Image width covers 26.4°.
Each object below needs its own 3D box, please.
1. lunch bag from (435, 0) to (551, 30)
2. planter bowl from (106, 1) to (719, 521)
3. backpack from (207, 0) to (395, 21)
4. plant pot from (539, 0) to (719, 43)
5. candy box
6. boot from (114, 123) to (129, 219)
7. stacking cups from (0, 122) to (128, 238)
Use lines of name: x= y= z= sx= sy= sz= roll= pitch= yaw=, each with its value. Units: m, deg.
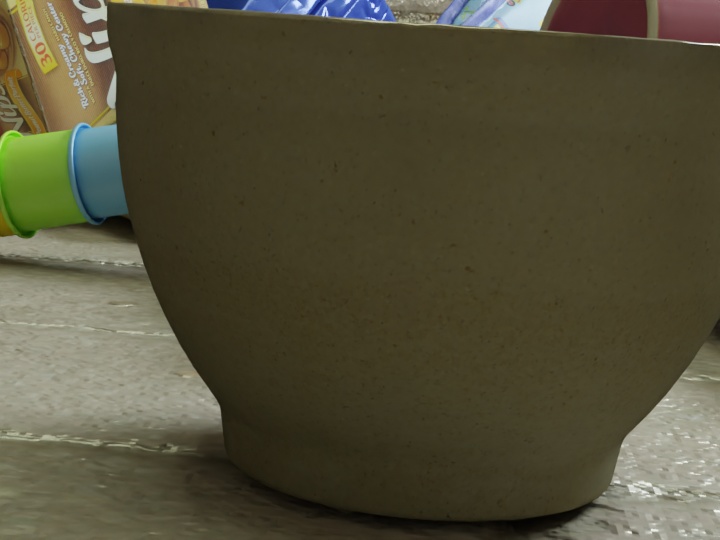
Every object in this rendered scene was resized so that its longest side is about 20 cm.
lunch bag: x=0.111 y=-0.098 z=0.879 sx=0.094 sy=0.151 sz=0.200 roll=-24 pitch=18 yaw=40
planter bowl: x=0.022 y=-0.006 z=0.459 sx=0.199 sy=0.136 sz=0.200 roll=4 pitch=10 yaw=-1
backpack: x=-0.080 y=-0.165 z=1.223 sx=0.199 sy=0.168 sz=0.163 roll=3 pitch=42 yaw=47
plant pot: x=0.192 y=-0.089 z=0.791 sx=0.178 sy=0.201 sz=0.200 roll=9 pitch=7 yaw=-20
candy box: x=-0.173 y=-0.158 z=0.984 sx=0.055 sy=0.116 sz=0.200 roll=-3 pitch=24 yaw=29
boot: x=-0.097 y=-0.070 z=0.992 sx=0.199 sy=0.073 sz=0.155 roll=-11 pitch=15 yaw=-37
stacking cups: x=-0.122 y=-0.048 z=0.793 sx=0.199 sy=0.061 sz=0.061 roll=-5 pitch=7 yaw=10
